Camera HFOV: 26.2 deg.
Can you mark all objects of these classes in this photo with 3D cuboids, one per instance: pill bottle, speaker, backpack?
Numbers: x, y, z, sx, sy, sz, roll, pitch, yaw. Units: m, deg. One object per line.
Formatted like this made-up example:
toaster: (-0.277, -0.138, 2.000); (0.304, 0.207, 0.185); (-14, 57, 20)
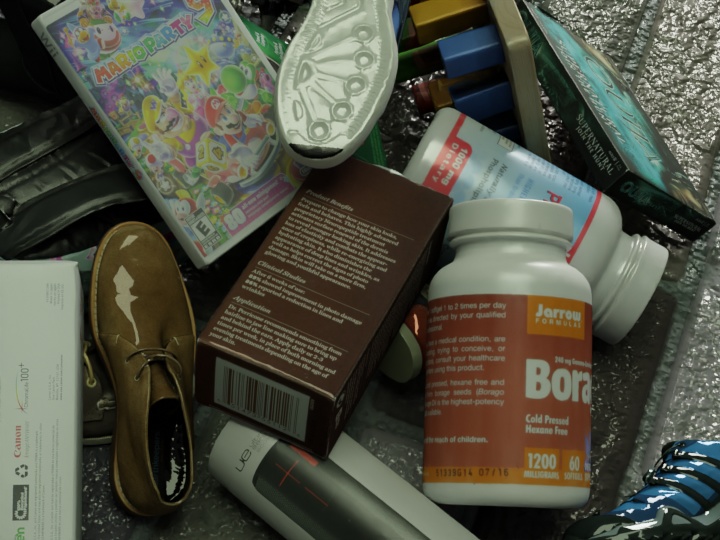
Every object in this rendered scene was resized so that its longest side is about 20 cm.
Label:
pill bottle: (0.121, -0.029, 1.147); (0.200, 0.109, 0.109); (29, 53, 0)
pill bottle: (0.099, 0.057, 1.036); (0.112, 0.112, 0.200); (2, 82, -4)
speaker: (-0.004, 0.161, 1.014); (0.200, 0.081, 0.081); (37, 57, 21)
backpack: (-0.203, -0.045, 1.125); (0.200, 0.127, 0.167); (-28, 58, -28)

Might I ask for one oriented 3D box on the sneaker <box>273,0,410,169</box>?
sneaker: (-0.011, -0.134, 1.108); (0.080, 0.146, 0.200); (7, 65, 4)

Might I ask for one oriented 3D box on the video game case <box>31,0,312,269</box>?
video game case: (-0.118, -0.120, 1.080); (0.143, 0.018, 0.200); (-39, 99, -36)

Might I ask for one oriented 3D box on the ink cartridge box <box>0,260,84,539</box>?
ink cartridge box: (-0.266, 0.098, 0.981); (0.175, 0.084, 0.200); (1, 78, -7)

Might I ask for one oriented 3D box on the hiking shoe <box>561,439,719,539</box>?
hiking shoe: (0.214, 0.161, 1.051); (0.200, 0.074, 0.087); (-8, 45, -25)

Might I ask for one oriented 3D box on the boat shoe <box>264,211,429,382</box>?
boat shoe: (0.000, 0.000, 1.148); (0.063, 0.071, 0.200); (-24, 57, -32)

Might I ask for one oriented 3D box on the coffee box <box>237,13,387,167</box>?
coffee box: (-0.073, -0.138, 1.190); (0.200, 0.044, 0.123); (28, 29, -26)

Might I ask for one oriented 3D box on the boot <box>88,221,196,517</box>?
boot: (-0.135, 0.061, 1.025); (0.074, 0.075, 0.200); (-4, 81, -22)

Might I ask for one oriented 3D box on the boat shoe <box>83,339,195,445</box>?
boat shoe: (-0.214, 0.078, 1.069); (0.200, 0.060, 0.072); (-4, 52, -9)

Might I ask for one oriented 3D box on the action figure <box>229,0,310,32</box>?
action figure: (-0.071, -0.222, 1.284); (0.119, 0.200, 0.102); (20, 88, -11)

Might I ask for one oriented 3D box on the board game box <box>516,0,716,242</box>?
board game box: (0.198, -0.121, 1.238); (0.135, 0.028, 0.200); (22, 35, -45)

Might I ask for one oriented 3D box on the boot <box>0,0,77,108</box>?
boot: (-0.263, -0.194, 1.184); (0.165, 0.200, 0.066); (20, 74, 10)

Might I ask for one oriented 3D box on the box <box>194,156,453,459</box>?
box: (-0.023, 0.017, 1.035); (0.100, 0.075, 0.200); (23, 52, 11)

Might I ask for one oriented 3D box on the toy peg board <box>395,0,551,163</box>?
toy peg board: (0.073, -0.169, 1.225); (0.098, 0.200, 0.199); (-17, 54, 3)
